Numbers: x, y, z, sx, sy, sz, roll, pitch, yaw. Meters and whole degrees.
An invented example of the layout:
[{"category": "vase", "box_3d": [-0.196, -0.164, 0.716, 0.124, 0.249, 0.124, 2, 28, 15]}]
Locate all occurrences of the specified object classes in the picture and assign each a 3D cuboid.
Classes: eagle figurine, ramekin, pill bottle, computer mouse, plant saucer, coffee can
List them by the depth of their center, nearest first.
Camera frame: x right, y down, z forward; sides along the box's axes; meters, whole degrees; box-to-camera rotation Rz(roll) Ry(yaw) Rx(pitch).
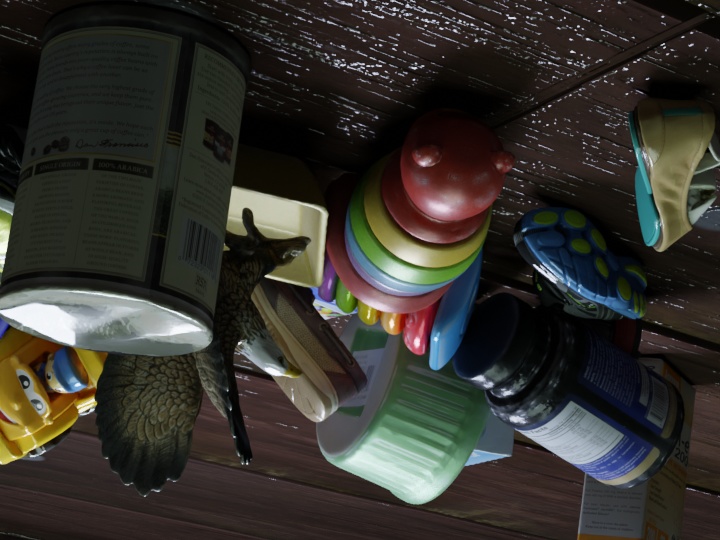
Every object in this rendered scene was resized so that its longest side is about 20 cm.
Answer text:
[{"category": "coffee can", "box_3d": [-0.159, -0.058, 1.165, 0.146, 0.200, 0.146, 6, 161, 2]}, {"category": "eagle figurine", "box_3d": [-0.110, 0.049, 1.256, 0.151, 0.200, 0.152, 18, 142, 16]}, {"category": "computer mouse", "box_3d": [-0.253, -0.083, 1.302, 0.110, 0.044, 0.200, 35, 176, -26]}, {"category": "plant saucer", "box_3d": [-0.119, -0.059, 1.362, 0.200, 0.049, 0.200, 14, 162, 2]}, {"category": "pill bottle", "box_3d": [0.182, 0.103, 1.520, 0.200, 0.112, 0.112, 33, 151, -26]}, {"category": "ramekin", "box_3d": [0.039, 0.110, 1.622, 0.098, 0.200, 0.200, 21, 157, -20]}]

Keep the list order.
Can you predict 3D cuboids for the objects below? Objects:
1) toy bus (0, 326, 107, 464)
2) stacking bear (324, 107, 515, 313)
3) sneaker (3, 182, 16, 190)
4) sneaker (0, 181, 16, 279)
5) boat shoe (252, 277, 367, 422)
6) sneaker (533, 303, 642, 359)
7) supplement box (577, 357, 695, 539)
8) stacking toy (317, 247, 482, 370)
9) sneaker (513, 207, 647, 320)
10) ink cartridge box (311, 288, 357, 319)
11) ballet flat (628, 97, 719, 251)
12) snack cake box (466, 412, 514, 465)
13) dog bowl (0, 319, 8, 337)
[{"category": "toy bus", "box_3d": [-0.251, 0.075, 1.594, 0.192, 0.136, 0.200, -14, -162, 35]}, {"category": "stacking bear", "box_3d": [0.050, -0.052, 1.274, 0.121, 0.114, 0.200, 10, 157, -11]}, {"category": "sneaker", "box_3d": [-0.272, -0.038, 1.499, 0.087, 0.076, 0.200, -14, 161, 6]}, {"category": "sneaker", "box_3d": [-0.257, -0.016, 1.269, 0.075, 0.076, 0.200, 33, 175, 34]}, {"category": "boat shoe", "box_3d": [-0.067, 0.039, 1.500, 0.065, 0.200, 0.072, -25, 158, -29]}, {"category": "sneaker", "box_3d": [0.189, 0.073, 1.649, 0.098, 0.071, 0.200, 11, 159, -15]}, {"category": "supplement box", "box_3d": [0.290, 0.202, 1.794, 0.073, 0.200, 0.126, 0, 162, 28]}, {"category": "stacking toy", "box_3d": [0.000, 0.000, 1.472, 0.200, 0.116, 0.110, 16, 160, 7]}, {"category": "sneaker", "box_3d": [0.176, 0.004, 1.445, 0.083, 0.071, 0.200, -11, 159, 27]}, {"category": "ink cartridge box", "box_3d": [-0.070, 0.014, 1.609, 0.119, 0.042, 0.200, 21, 155, -38]}, {"category": "ballet flat", "box_3d": [0.229, -0.065, 1.236, 0.063, 0.069, 0.200, -11, 160, 7]}, {"category": "snack cake box", "box_3d": [0.102, 0.136, 1.758, 0.067, 0.115, 0.200, 10, 168, -10]}, {"category": "dog bowl", "box_3d": [-0.389, -0.002, 1.477, 0.200, 0.079, 0.200, 31, 169, 7]}]
